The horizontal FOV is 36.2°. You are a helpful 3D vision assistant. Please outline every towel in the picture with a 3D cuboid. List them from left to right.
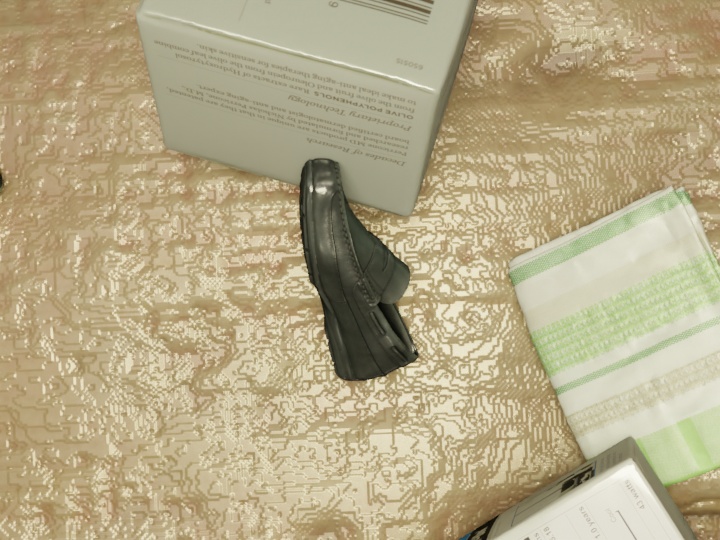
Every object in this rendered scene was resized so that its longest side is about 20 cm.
[{"bbox_3d":[0.209,0.056,0.813,0.149,0.031,0.201,-26,76,21],"label":"towel"}]

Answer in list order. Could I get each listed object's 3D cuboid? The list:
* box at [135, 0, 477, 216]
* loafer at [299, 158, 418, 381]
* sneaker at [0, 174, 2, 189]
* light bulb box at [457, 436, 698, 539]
[{"bbox_3d":[-0.023,-0.180,0.768,0.199,0.171,0.200,15,66,4],"label":"box"},{"bbox_3d":[0.000,0.000,0.793,0.070,0.201,0.068,-10,42,5],"label":"loafer"},{"bbox_3d":[-0.389,-0.111,0.859,0.140,0.078,0.200,-31,86,1],"label":"sneaker"},{"bbox_3d":[0.150,0.250,0.737,0.200,0.125,0.199,-33,81,11],"label":"light bulb box"}]
